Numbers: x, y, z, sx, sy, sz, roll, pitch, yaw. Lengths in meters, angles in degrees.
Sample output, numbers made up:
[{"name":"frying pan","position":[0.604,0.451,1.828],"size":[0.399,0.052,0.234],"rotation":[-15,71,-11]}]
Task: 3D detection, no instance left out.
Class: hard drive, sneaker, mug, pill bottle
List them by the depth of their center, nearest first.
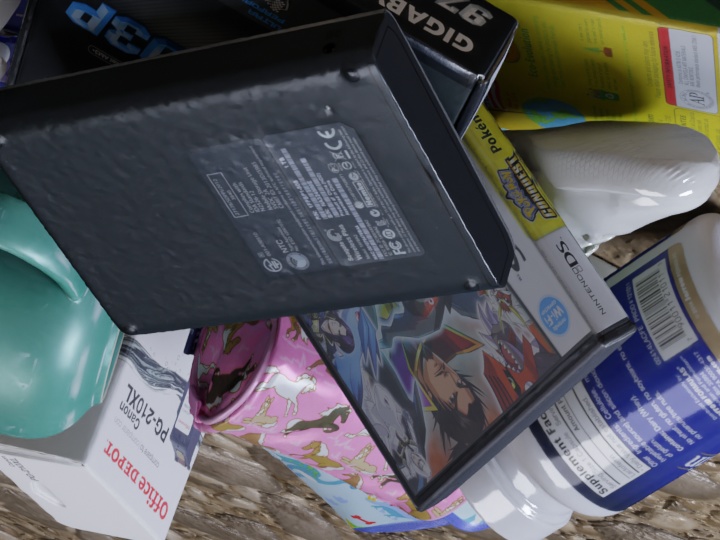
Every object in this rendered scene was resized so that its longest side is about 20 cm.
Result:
[{"name":"hard drive","position":[-0.050,-0.035,0.915],"size":[0.199,0.033,0.140],"rotation":[-8,133,28]},{"name":"sneaker","position":[0.092,-0.023,1.003],"size":[0.075,0.089,0.199],"rotation":[-13,-171,-38]},{"name":"pill bottle","position":[0.147,0.065,1.177],"size":[0.200,0.116,0.116],"rotation":[-35,128,27]},{"name":"mug","position":[-0.190,0.021,1.194],"size":[0.114,0.153,0.185],"rotation":[16,-169,-4]}]

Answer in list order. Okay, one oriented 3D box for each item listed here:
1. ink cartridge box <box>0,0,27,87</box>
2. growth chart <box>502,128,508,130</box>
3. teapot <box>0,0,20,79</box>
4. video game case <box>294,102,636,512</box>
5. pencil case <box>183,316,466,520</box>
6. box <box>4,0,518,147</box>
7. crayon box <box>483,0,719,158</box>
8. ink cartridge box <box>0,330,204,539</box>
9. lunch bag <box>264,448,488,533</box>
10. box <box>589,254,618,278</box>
[{"name":"ink cartridge box","position":[-0.195,-0.105,1.234],"size":[0.136,0.077,0.200],"rotation":[12,155,20]},{"name":"growth chart","position":[0.068,-0.067,1.131],"size":[0.199,0.018,0.145],"rotation":[17,174,9]},{"name":"teapot","position":[-0.221,-0.144,0.991],"size":[0.197,0.200,0.146],"rotation":[-28,114,39]},{"name":"video game case","position":[0.028,0.001,1.024],"size":[0.181,0.025,0.200],"rotation":[57,144,12]},{"name":"pencil case","position":[-0.010,0.082,1.230],"size":[0.199,0.083,0.086],"rotation":[26,156,-38]},{"name":"box","position":[-0.048,-0.095,0.931],"size":[0.199,0.046,0.159],"rotation":[30,139,1]},{"name":"crayon box","position":[0.123,-0.107,0.991],"size":[0.199,0.051,0.127],"rotation":[12,157,17]},{"name":"ink cartridge box","position":[-0.156,0.062,1.412],"size":[0.084,0.201,0.145],"rotation":[10,156,23]},{"name":"lunch bag","position":[0.039,0.092,1.434],"size":[0.199,0.128,0.170],"rotation":[-12,141,31]},{"name":"box","position":[0.059,0.000,1.264],"size":[0.199,0.069,0.082],"rotation":[27,155,-15]}]
